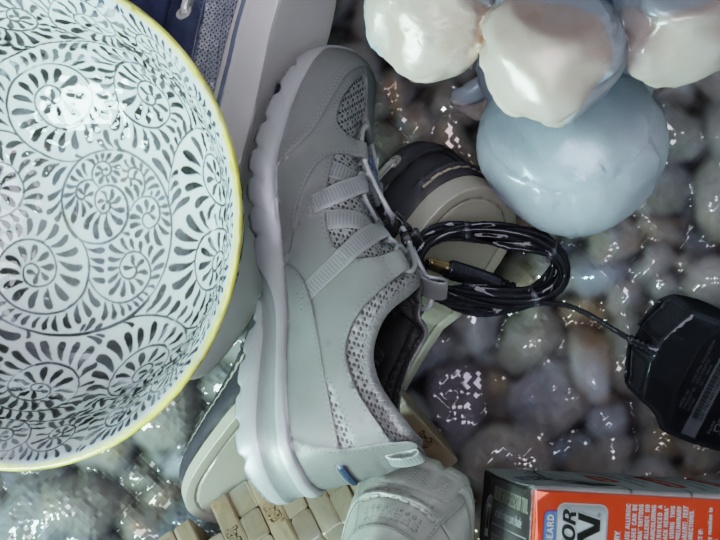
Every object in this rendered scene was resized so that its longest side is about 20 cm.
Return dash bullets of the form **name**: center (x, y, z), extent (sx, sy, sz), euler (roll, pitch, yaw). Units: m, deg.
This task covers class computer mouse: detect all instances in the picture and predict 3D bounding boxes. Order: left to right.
- **computer mouse**: center (0.111, 0.025, 1.119), extent (0.199, 0.034, 0.059), euler (25, 106, -12)

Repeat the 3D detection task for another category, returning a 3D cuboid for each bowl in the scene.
- **bowl**: center (-0.123, -0.020, 1.072), extent (0.200, 0.094, 0.202), euler (0, 89, 21)

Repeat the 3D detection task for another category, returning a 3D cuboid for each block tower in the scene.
- **block tower**: center (-0.046, 0.133, 1.136), extent (0.200, 0.054, 0.058), euler (-36, 46, 5)

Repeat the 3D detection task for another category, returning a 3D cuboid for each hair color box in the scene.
- **hair color box**: center (0.156, 0.120, 1.077), extent (0.199, 0.111, 0.064), euler (5, 89, -7)

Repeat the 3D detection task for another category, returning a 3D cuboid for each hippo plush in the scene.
- **hippo plush**: center (0.066, -0.104, 1.072), extent (0.158, 0.161, 0.201), euler (-3, 53, -5)

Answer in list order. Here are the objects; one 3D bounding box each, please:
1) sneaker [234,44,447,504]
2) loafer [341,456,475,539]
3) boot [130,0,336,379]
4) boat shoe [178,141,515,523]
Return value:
- **sneaker**: center (0.000, 0.000, 1.071), extent (0.081, 0.075, 0.201), euler (-5, 68, 17)
- **loafer**: center (0.015, 0.168, 1.095), extent (0.070, 0.070, 0.201), euler (10, 129, 19)
- **boot**: center (-0.078, -0.059, 1.145), extent (0.090, 0.073, 0.201), euler (20, 98, 26)
- **boat shoe**: center (-0.014, 0.027, 1.149), extent (0.200, 0.073, 0.063), euler (-49, 44, 10)
